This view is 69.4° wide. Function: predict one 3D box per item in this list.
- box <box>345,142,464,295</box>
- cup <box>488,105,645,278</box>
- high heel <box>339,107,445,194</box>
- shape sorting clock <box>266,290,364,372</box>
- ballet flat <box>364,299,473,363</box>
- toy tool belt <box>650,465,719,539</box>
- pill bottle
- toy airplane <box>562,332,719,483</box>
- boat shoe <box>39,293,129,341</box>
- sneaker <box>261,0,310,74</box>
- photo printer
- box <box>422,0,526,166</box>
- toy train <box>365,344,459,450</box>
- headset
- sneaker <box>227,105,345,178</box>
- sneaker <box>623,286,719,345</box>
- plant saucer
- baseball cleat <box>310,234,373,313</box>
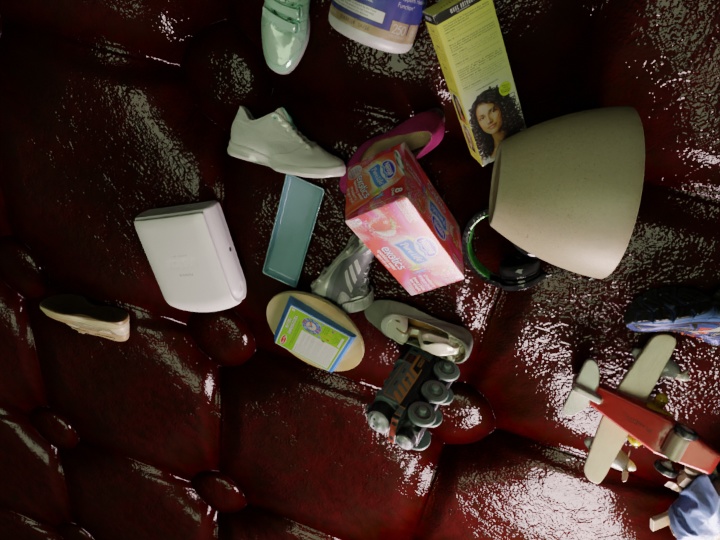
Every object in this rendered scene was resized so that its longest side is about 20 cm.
[{"bbox_3d":[0.067,-0.065,0.734,0.094,0.101,0.200,-17,140,26],"label":"box"},{"bbox_3d":[0.235,-0.099,0.638,0.140,0.201,0.204,6,120,8],"label":"cup"},{"bbox_3d":[0.033,-0.160,0.740,0.199,0.097,0.068,-37,103,30],"label":"high heel"},{"bbox_3d":[-0.083,0.112,0.947,0.196,0.040,0.202,14,138,13],"label":"shape sorting clock"},{"bbox_3d":[0.095,0.103,0.883,0.196,0.064,0.069,17,122,9],"label":"ballet flat"},{"bbox_3d":[0.568,0.374,0.844,0.120,0.126,0.203,13,121,0],"label":"toy tool belt"},{"bbox_3d":[0.040,-0.376,0.608,0.114,0.116,0.203,23,123,4],"label":"pill bottle"},{"bbox_3d":[0.423,0.220,0.813,0.198,0.140,0.203,-27,70,37],"label":"toy airplane"},{"bbox_3d":[-0.585,0.105,1.101,0.196,0.072,0.066,15,121,8],"label":"boat shoe"},{"bbox_3d":[-0.107,-0.350,0.669,0.072,0.119,0.203,20,123,4],"label":"sneaker"},{"bbox_3d":[-0.302,-0.017,0.943,0.163,0.070,0.204,-3,116,19],"label":"photo printer"},{"bbox_3d":[0.148,-0.239,0.651,0.074,0.050,0.202,-27,121,5],"label":"box"},{"bbox_3d":[0.090,0.208,0.870,0.112,0.200,0.087,21,130,21],"label":"toy train"},{"bbox_3d":[0.251,-0.030,0.770,0.197,0.094,0.126,22,124,24],"label":"headset"},{"bbox_3d":[-0.111,-0.197,0.785,0.196,0.075,0.090,18,107,13],"label":"sneaker"},{"bbox_3d":[0.482,0.072,0.736,0.196,0.076,0.080,-5,120,22],"label":"sneaker"},{"bbox_3d":[-0.115,-0.065,0.887,0.069,0.019,0.203,23,121,5],"label":"plant saucer"},{"bbox_3d":[0.000,0.000,0.864,0.106,0.070,0.200,38,132,-12],"label":"baseball cleat"}]
